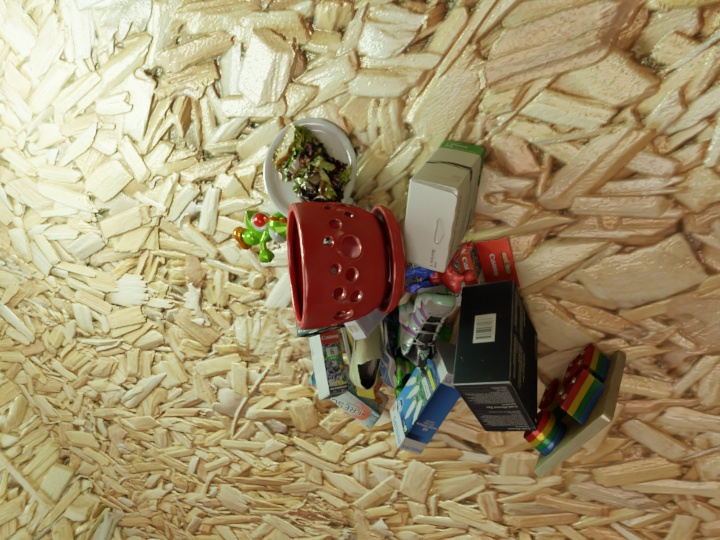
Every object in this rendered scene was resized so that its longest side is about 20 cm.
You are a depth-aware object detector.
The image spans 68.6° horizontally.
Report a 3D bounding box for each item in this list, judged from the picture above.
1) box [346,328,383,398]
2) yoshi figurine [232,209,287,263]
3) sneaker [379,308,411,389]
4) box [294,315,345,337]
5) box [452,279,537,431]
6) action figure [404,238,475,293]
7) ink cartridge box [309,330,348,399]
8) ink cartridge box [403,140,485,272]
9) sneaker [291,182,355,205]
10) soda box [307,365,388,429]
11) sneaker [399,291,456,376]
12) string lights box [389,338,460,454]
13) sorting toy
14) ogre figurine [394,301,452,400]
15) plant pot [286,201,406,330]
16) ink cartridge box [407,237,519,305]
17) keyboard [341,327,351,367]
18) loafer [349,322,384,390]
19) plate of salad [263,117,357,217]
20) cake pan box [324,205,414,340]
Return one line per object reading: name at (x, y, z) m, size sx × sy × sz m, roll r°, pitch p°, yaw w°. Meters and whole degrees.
box at (0.013, 0.191, 1.221) m, size 0.049 × 0.075 × 0.206 m, roll 5°, pitch 119°, yaw 24°
yoshi figurine at (-0.177, -0.079, 1.133) m, size 0.196 × 0.110 × 0.117 m, roll 4°, pitch 105°, yaw 42°
sneaker at (0.063, 0.176, 1.183) m, size 0.075 × 0.075 × 0.207 m, roll 8°, pitch 111°, yaw 43°
box at (-0.079, 0.024, 1.123) m, size 0.157 × 0.043 × 0.207 m, roll -20°, pitch 71°, yaw 35°
box at (0.251, 0.158, 0.960) m, size 0.101 × 0.205 × 0.183 m, roll -9°, pitch 137°, yaw 30°
action figure at (0.148, -0.002, 0.990) m, size 0.197 × 0.098 × 0.067 m, roll -1°, pitch 121°, yaw 53°
ink cartridge box at (-0.079, 0.185, 1.217) m, size 0.109 × 0.049 × 0.207 m, roll 132°, pitch 130°, yaw -65°
ink cartridge box at (0.142, -0.114, 0.893) m, size 0.082 × 0.200 × 0.150 m, roll 16°, pitch 124°, yaw 18°
sneaker at (-0.100, -0.160, 1.077) m, size 0.194 × 0.073 × 0.073 m, roll 15°, pitch 127°, yaw 20°
soda box at (-0.030, 0.297, 1.305) m, size 0.197 × 0.069 × 0.064 m, roll 36°, pitch 125°, yaw 4°
sneaker at (0.123, 0.124, 0.983) m, size 0.075 × 0.145 × 0.200 m, roll 7°, pitch 164°, yaw -10°
string lights box at (0.133, 0.249, 1.040) m, size 0.057 × 0.104 × 0.204 m, roll 19°, pitch 115°, yaw -18°
sorting toy at (0.387, 0.248, 0.979) m, size 0.069 × 0.198 × 0.203 m, roll 37°, pitch 128°, yaw 12°
ogre figurine at (0.136, 0.177, 1.122) m, size 0.115 × 0.207 × 0.098 m, roll 4°, pitch 165°, yaw -2°
plant pot at (-0.025, -0.012, 0.875) m, size 0.176 × 0.202 × 0.206 m, roll -4°, pitch 123°, yaw -13°
ink cartridge box at (0.200, 0.008, 1.030) m, size 0.195 × 0.050 × 0.112 m, roll -9°, pitch 113°, yaw 32°
keyboard at (-0.045, 0.113, 1.188) m, size 0.010 × 0.056 × 0.207 m, roll -13°, pitch 96°, yaw -9°
loafer at (0.018, 0.163, 1.120) m, size 0.068 × 0.073 × 0.207 m, roll -143°, pitch 50°, yaw -59°
plate of salad at (-0.102, -0.196, 1.026) m, size 0.193 × 0.048 × 0.208 m, roll 0°, pitch 89°, yaw 12°
cake pan box at (0.000, 0.000, 1.045) m, size 0.052 × 0.184 × 0.202 m, roll -21°, pitch 110°, yaw 51°
